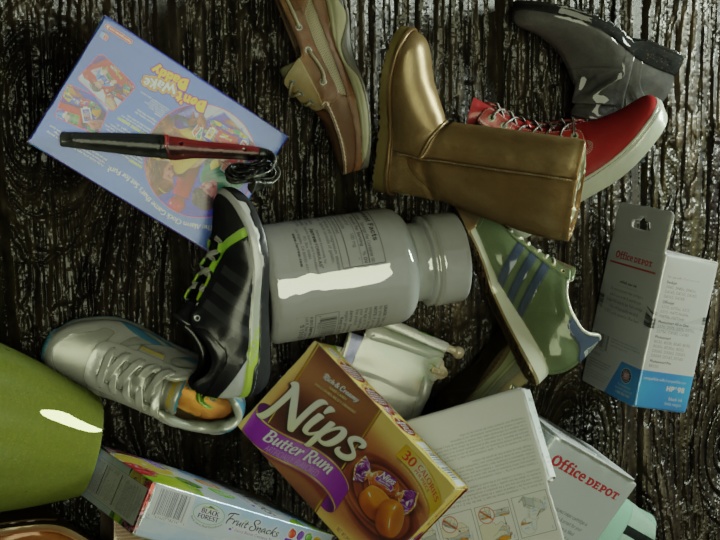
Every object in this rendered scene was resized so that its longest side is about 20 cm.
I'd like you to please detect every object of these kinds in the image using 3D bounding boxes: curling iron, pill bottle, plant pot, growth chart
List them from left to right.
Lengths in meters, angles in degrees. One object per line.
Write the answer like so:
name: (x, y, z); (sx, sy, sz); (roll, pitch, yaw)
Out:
plant pot: (-0.336, 0.137, 0.973); (0.199, 0.187, 0.188); (14, 95, -26)
curling iron: (-0.169, -0.106, 0.997); (0.199, 0.050, 0.026); (10, 128, -10)
pill bottle: (0.000, 0.000, 1.072); (0.199, 0.114, 0.115); (-9, 101, -15)
growth chart: (0.002, 0.137, 1.141); (0.144, 0.018, 0.201); (29, 90, -13)

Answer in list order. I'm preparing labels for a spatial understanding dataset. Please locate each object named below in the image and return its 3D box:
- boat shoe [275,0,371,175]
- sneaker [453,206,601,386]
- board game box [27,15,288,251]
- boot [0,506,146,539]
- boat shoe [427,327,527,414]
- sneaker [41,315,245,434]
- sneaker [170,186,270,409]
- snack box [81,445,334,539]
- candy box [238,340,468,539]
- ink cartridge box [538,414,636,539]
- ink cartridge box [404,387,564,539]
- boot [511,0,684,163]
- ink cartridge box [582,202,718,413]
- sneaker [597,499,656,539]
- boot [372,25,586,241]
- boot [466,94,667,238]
boat shoe: (-0.040, -0.189, 1.058); (0.074, 0.076, 0.201); (-13, 94, -8)
sneaker: (0.171, 0.009, 1.117); (0.090, 0.067, 0.201); (-22, 75, -3)
board game box: (-0.188, -0.124, 1.035); (0.200, 0.045, 0.135); (33, 89, -18)
boot: (-0.292, 0.304, 1.058); (0.199, 0.077, 0.156); (1, 93, -29)
boat shoe: (0.138, 0.125, 1.156); (0.063, 0.073, 0.201); (43, 78, -13)
sneaker: (-0.201, 0.099, 1.048); (0.199, 0.081, 0.077); (18, 95, -17)
sneaker: (-0.129, 0.025, 1.003); (0.082, 0.072, 0.201); (-5, 92, -23)
snack box: (-0.144, 0.224, 1.026); (0.200, 0.142, 0.053); (26, 82, -33)
candy box: (-0.009, 0.177, 1.061); (0.117, 0.056, 0.200); (-47, 71, 5)
ink cartridge box: (0.168, 0.256, 1.151); (0.146, 0.083, 0.200); (32, 95, -33)
ink cartridge box: (0.091, 0.223, 1.072); (0.199, 0.044, 0.174); (-18, 77, 15)
boot: (0.229, -0.189, 1.137); (0.199, 0.070, 0.132); (19, 99, -13)
ink cartridge box: (0.306, 0.036, 1.166); (0.066, 0.116, 0.201); (9, 96, -17)
sneaker: (0.256, 0.342, 1.222); (0.118, 0.074, 0.201); (26, 92, -21)
boot: (0.118, -0.132, 1.054); (0.199, 0.066, 0.176); (14, 118, 19)
boot: (0.188, -0.139, 1.097); (0.200, 0.072, 0.144); (-36, 106, 24)
